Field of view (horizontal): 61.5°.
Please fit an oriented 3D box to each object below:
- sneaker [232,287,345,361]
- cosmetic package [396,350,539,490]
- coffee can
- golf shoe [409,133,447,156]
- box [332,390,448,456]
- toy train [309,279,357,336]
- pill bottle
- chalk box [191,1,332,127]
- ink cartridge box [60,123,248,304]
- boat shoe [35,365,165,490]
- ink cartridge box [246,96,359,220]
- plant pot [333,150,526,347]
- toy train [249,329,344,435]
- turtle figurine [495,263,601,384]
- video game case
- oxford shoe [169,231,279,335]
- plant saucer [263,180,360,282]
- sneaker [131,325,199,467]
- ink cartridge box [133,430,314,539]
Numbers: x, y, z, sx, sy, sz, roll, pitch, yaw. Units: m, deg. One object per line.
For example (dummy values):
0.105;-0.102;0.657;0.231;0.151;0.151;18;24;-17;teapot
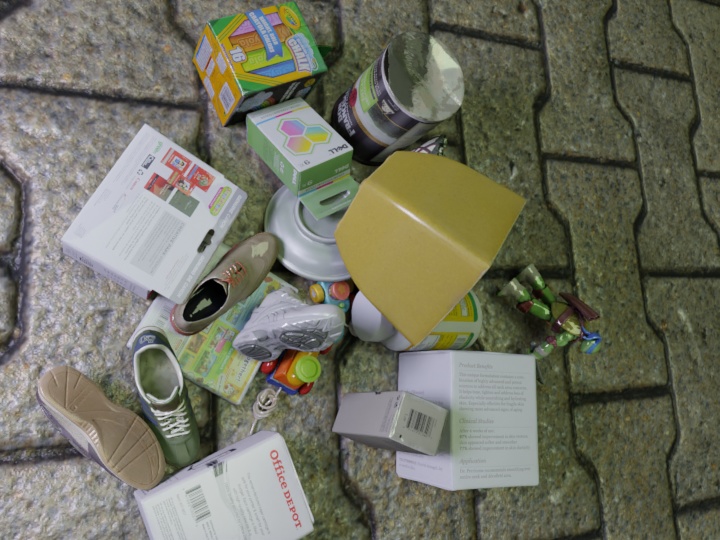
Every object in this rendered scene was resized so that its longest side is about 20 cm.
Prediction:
-0.099;0.061;0.842;0.078;0.199;0.100;39;50;-37;sneaker
0.168;0.235;0.973;0.167;0.166;0.201;8;77;-25;cosmetic package
0.057;-0.276;1.001;0.146;0.200;0.147;6;77;-25;coffee can
0.092;-0.181;1.017;0.088;0.077;0.200;15;38;15;golf shoe
0.038;0.223;0.892;0.082;0.200;0.069;27;69;-20;box
0.000;0.000;1.000;0.150;0.056;0.201;24;70;-19;toy train
0.091;0.074;0.986;0.199;0.113;0.113;4;78;-32;pill bottle
-0.142;-0.332;0.960;0.199;0.125;0.124;-28;93;-29;chalk box
-0.285;-0.069;0.857;0.175;0.084;0.201;33;68;-15;ink cartridge box
-0.339;0.208;0.788;0.200;0.065;0.072;47;46;-12;boat shoe
-0.082;-0.180;0.944;0.104;0.059;0.200;-28;63;-28;ink cartridge box
0.082;-0.055;0.868;0.200;0.196;0.194;38;43;2;plant pot
-0.095;0.153;0.888;0.084;0.116;0.201;33;67;-16;toy train
0.343;0.099;1.138;0.144;0.200;0.194;-40;78;-4;turtle figurine
-0.213;0.069;0.901;0.182;0.023;0.201;33;67;-17;video game case
-0.183;0.016;0.867;0.070;0.075;0.200;45;67;-10;oxford shoe
-0.052;-0.081;0.955;0.199;0.050;0.201;4;63;-7;plant saucer
-0.261;0.176;0.803;0.067;0.090;0.201;-16;96;-18;sneaker
-0.184;0.328;0.827;0.199;0.084;0.147;-19;89;-29;ink cartridge box
